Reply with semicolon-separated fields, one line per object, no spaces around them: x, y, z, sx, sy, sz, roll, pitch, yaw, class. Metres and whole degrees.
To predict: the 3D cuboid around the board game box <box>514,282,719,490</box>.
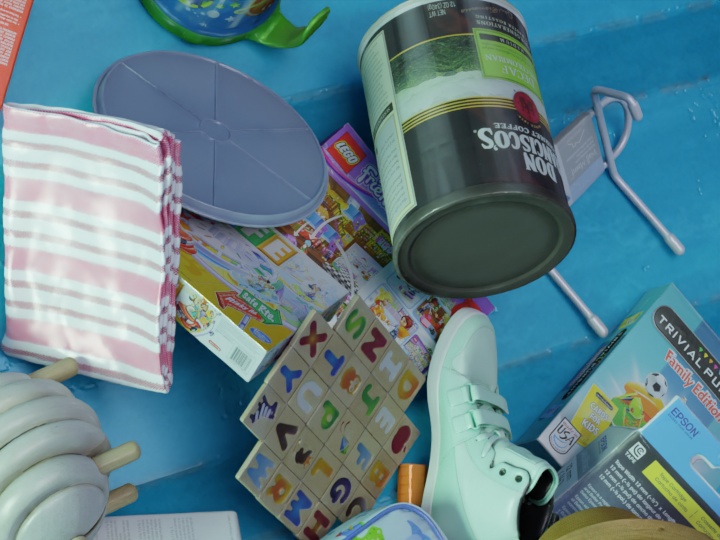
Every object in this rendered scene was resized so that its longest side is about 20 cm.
0.247;0.134;1.677;0.151;0.047;0.200;48;65;-8;board game box

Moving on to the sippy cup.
-0.104;-0.264;1.565;0.176;0.130;0.141;12;73;-21;sippy cup

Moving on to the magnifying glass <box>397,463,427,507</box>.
0.041;0.257;1.572;0.079;0.022;0.202;7;75;-22;magnifying glass

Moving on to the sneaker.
0.114;0.129;1.556;0.073;0.117;0.203;15;76;-47;sneaker

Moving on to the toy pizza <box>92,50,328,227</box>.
-0.119;-0.098;1.534;0.199;0.032;0.201;20;37;-16;toy pizza

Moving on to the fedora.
0.192;0.242;1.503;0.199;0.202;0.082;13;32;-21;fedora

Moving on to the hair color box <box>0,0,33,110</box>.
-0.285;-0.202;1.487;0.061;0.101;0.202;20;72;-18;hair color box

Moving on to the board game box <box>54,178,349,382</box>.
-0.120;-0.014;1.486;0.200;0.034;0.134;40;32;9;board game box

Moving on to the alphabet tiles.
-0.020;0.120;1.508;0.167;0.006;0.200;-56;141;-15;alphabet tiles

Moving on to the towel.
-0.201;-0.016;1.430;0.030;0.145;0.202;-30;128;-61;towel

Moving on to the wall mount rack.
0.201;-0.053;1.689;0.200;0.074;0.175;-43;131;-25;wall mount rack

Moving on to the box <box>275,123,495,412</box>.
0.000;0.000;1.602;0.137;0.039;0.200;-41;96;-25;box

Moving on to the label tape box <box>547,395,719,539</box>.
0.226;0.206;1.582;0.200;0.066;0.143;-43;98;13;label tape box

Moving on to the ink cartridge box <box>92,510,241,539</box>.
-0.177;0.249;1.421;0.198;0.051;0.163;-3;37;-10;ink cartridge box

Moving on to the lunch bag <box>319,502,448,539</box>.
0.026;0.290;1.504;0.160;0.082;0.201;-33;93;-24;lunch bag

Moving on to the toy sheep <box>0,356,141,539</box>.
-0.236;0.143;1.408;0.137;0.139;0.200;-25;51;-26;toy sheep

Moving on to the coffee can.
0.081;-0.101;1.568;0.145;0.147;0.202;5;55;-23;coffee can
